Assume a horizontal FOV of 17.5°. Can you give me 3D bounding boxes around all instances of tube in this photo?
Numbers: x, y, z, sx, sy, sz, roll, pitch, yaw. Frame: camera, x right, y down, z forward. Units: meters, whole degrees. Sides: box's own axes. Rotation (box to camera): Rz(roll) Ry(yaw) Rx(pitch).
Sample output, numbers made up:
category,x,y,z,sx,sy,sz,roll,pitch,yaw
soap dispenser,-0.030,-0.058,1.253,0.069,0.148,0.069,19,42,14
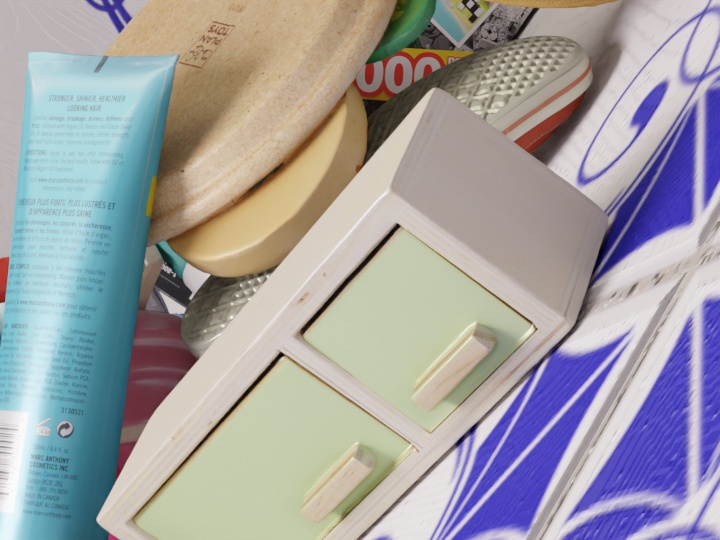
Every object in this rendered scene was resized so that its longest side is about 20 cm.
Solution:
category,x,y,z,sx,sy,sz,roll,pitch,yaw
tube,-0.115,0.012,0.930,0.050,0.077,0.202,14,-99,-62

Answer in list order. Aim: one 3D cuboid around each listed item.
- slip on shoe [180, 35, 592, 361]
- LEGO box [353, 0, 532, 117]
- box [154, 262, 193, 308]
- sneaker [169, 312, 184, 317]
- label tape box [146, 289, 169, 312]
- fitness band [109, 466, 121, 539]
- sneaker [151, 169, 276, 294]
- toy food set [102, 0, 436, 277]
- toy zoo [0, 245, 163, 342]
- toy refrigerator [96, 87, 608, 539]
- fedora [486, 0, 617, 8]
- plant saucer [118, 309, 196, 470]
category,x,y,z,sx,sy,sz,roll,pitch,yaw
slip on shoe,0.017,-0.021,0.949,0.200,0.061,0.074,-42,28,4
LEGO box,-0.009,-0.173,1.207,0.149,0.199,0.077,-55,8,-1
box,-0.087,-0.060,1.365,0.125,0.148,0.200,-55,9,8
sneaker,-0.119,0.097,1.237,0.200,0.077,0.086,-35,46,30
label tape box,-0.221,0.079,1.397,0.199,0.066,0.144,-11,-33,-29
fitness band,-0.192,0.132,1.022,0.200,0.143,0.037,-48,10,12
sneaker,-0.061,-0.055,1.144,0.084,0.121,0.200,-50,-12,25
toy food set,-0.049,-0.082,0.996,0.199,0.049,0.199,-3,50,51
toy zoo,-0.194,0.048,1.049,0.199,0.021,0.132,-11,-36,-34
toy refrigerator,-0.007,0.038,0.804,0.200,0.076,0.070,-47,11,38
fedora,0.081,-0.160,0.945,0.201,0.199,0.082,-67,-24,-55
plant saucer,-0.145,0.103,1.107,0.199,0.051,0.201,-27,-28,-15
